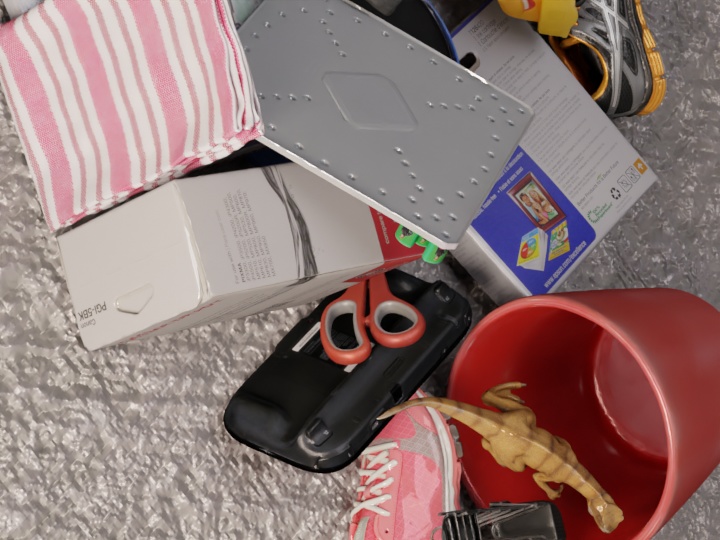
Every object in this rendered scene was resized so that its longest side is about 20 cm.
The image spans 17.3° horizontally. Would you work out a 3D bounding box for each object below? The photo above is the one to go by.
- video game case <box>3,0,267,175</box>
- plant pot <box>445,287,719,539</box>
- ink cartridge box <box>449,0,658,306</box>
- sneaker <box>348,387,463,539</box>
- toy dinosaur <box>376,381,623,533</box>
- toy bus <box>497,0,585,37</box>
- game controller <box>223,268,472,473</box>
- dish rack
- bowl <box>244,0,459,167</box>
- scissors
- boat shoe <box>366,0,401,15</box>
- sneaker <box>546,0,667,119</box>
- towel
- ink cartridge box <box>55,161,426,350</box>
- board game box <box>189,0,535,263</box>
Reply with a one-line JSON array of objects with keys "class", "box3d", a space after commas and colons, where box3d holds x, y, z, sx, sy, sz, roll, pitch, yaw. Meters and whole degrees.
[{"class": "video game case", "box3d": [-0.142, -0.162, 1.622, 0.182, 0.023, 0.200, -21, 86, -29]}, {"class": "plant pot", "box3d": [0.190, 0.099, 1.754, 0.177, 0.200, 0.201, -19, 89, -51]}, {"class": "ink cartridge box", "box3d": [0.113, -0.090, 1.831, 0.200, 0.047, 0.198, 48, 51, -3]}, {"class": "sneaker", "box3d": [0.027, 0.165, 1.662, 0.087, 0.074, 0.200, -13, 85, -39]}, {"class": "toy dinosaur", "box3d": [0.101, 0.111, 1.639, 0.200, 0.106, 0.060, 28, 95, -13]}, {"class": "toy bus", "box3d": [0.095, -0.294, 1.825, 0.192, 0.136, 0.200, 6, 73, 1]}, {"class": "game controller", "box3d": [-0.008, 0.065, 1.654, 0.200, 0.104, 0.042, -46, 137, -39]}, {"class": "dish rack", "box3d": [0.095, 0.229, 1.600, 0.200, 0.054, 0.154, 6, 70, -62]}, {"class": "bowl", "box3d": [-0.015, -0.145, 1.722, 0.200, 0.039, 0.201, 11, 66, -25]}, {"class": "scissors", "box3d": [0.000, 0.000, 1.693, 0.200, 0.073, 0.014, -102, 178, -53]}, {"class": "boat shoe", "box3d": [-0.049, -0.241, 1.683, 0.057, 0.200, 0.069, -65, 159, 2]}, {"class": "sneaker", "box3d": [0.181, -0.214, 1.914, 0.077, 0.078, 0.200, -22, 89, -33]}, {"class": "towel", "box3d": [-0.157, -0.122, 1.516, 0.030, 0.200, 0.147, -12, 82, -54]}, {"class": "ink cartridge box", "box3d": [-0.079, -0.017, 1.580, 0.200, 0.147, 0.083, -11, 83, -43]}, {"class": "board game box", "box3d": [0.002, -0.105, 1.584, 0.200, 0.026, 0.200, 31, 36, 2]}]
